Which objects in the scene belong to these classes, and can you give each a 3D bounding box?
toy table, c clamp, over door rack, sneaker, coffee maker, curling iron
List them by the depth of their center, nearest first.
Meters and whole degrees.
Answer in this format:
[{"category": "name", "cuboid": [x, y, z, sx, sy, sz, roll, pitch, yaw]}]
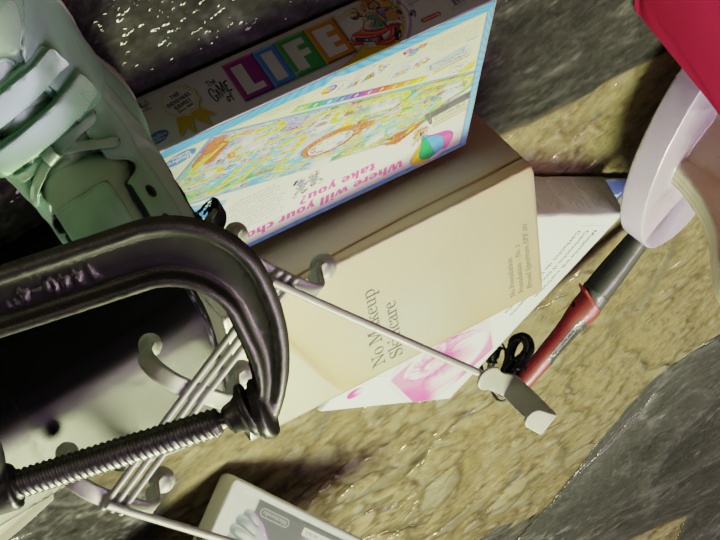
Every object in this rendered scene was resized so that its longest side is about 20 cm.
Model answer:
[{"category": "sneaker", "cuboid": [-0.127, -0.054, 0.867, 0.074, 0.118, 0.200, -37, 156, 9]}, {"category": "c clamp", "cuboid": [-0.115, 0.060, 0.894, 0.200, 0.027, 0.171, -23, 117, 13]}, {"category": "over door rack", "cuboid": [-0.029, 0.074, 0.985, 0.200, 0.067, 0.148, 29, 106, -33]}, {"category": "coffee maker", "cuboid": [-0.171, 0.058, 0.988, 0.200, 0.135, 0.192, -32, 167, -18]}, {"category": "toy table", "cuboid": [0.252, -0.060, 1.311, 0.184, 0.117, 0.200, -42, 159, -20]}, {"category": "curling iron", "cuboid": [0.156, 0.017, 1.474, 0.200, 0.050, 0.026, -47, 155, 16]}]

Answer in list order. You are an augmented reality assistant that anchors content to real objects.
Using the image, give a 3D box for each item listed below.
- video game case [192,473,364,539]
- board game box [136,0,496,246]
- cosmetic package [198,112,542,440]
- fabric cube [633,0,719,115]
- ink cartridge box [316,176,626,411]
[{"category": "video game case", "cuboid": [-0.055, 0.265, 1.459, 0.200, 0.023, 0.182, 31, 77, -33]}, {"category": "board game box", "cuboid": [-0.029, -0.074, 1.061, 0.200, 0.034, 0.135, -26, 155, -19]}, {"category": "cosmetic package", "cuboid": [0.000, 0.000, 1.163, 0.200, 0.073, 0.104, -28, 136, -17]}, {"category": "fabric cube", "cuboid": [0.275, -0.162, 1.083, 0.200, 0.200, 0.196, -32, 157, -4]}, {"category": "ink cartridge box", "cuboid": [0.081, 0.015, 1.370, 0.200, 0.043, 0.196, -2, 140, -49]}]
